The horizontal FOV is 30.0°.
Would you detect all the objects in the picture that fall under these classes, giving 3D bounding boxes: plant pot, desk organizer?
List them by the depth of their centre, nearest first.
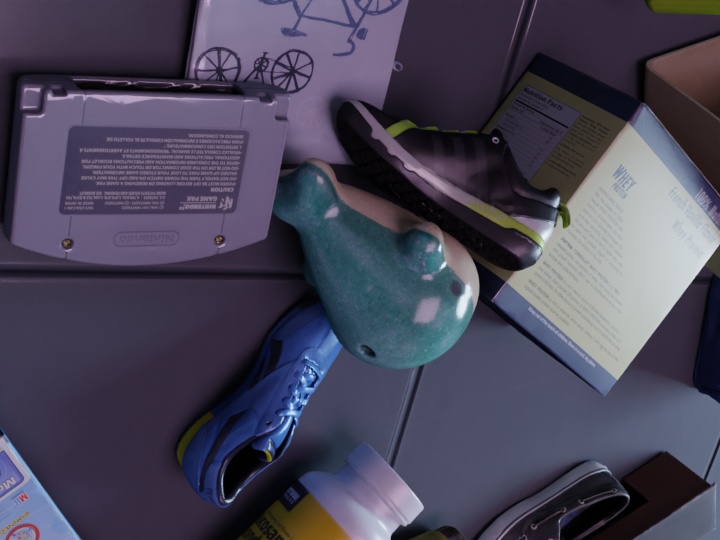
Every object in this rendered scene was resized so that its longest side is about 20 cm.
[{"bbox_3d":[0.385,-0.095,1.260,0.198,0.200,0.179,-21,136,-26],"label":"plant pot"},{"bbox_3d":[0.292,0.287,1.473,0.198,0.077,0.072,-27,128,-22],"label":"desk organizer"}]

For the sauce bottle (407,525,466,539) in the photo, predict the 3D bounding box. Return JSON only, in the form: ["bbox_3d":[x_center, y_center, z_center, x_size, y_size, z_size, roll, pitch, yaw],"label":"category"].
[{"bbox_3d":[0.015,0.304,1.287,0.198,0.065,0.065,-15,123,-29],"label":"sauce bottle"}]

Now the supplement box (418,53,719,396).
[{"bbox_3d":[0.186,-0.038,1.171,0.201,0.134,0.200,-53,133,1],"label":"supplement box"}]

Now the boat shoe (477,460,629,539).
[{"bbox_3d":[0.199,0.278,1.406,0.199,0.066,0.071,-29,129,-21],"label":"boat shoe"}]

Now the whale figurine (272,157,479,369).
[{"bbox_3d":[0.000,0.000,1.042,0.200,0.158,0.105,42,58,-28],"label":"whale figurine"}]

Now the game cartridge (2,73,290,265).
[{"bbox_3d":[-0.152,-0.069,0.956,0.198,0.042,0.135,-2,123,-30],"label":"game cartridge"}]

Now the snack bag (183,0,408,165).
[{"bbox_3d":[-0.046,-0.167,1.004,0.187,0.021,0.202,-4,120,-34],"label":"snack bag"}]

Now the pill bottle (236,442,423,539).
[{"bbox_3d":[-0.042,0.249,1.179,0.200,0.112,0.112,-43,132,-9],"label":"pill bottle"}]

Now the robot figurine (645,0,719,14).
[{"bbox_3d":[0.263,-0.299,1.095,0.198,0.115,0.177,-23,124,-24],"label":"robot figurine"}]

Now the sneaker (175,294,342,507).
[{"bbox_3d":[-0.065,0.110,1.108,0.200,0.078,0.066,-49,131,-5],"label":"sneaker"}]

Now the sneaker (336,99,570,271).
[{"bbox_3d":[0.073,-0.081,1.043,0.199,0.072,0.083,36,76,-7],"label":"sneaker"}]

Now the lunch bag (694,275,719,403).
[{"bbox_3d":[0.459,0.072,1.440,0.135,0.132,0.202,-17,124,-29],"label":"lunch bag"}]

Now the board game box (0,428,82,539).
[{"bbox_3d":[-0.312,0.231,1.005,0.199,0.056,0.197,-36,131,-15],"label":"board game box"}]
